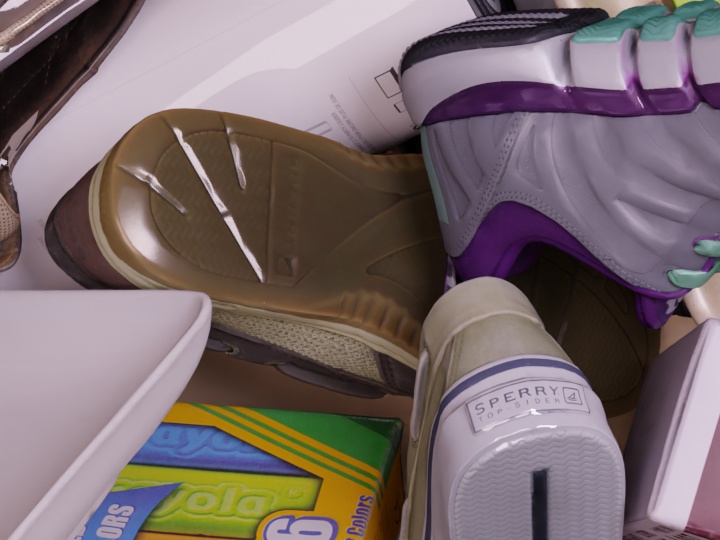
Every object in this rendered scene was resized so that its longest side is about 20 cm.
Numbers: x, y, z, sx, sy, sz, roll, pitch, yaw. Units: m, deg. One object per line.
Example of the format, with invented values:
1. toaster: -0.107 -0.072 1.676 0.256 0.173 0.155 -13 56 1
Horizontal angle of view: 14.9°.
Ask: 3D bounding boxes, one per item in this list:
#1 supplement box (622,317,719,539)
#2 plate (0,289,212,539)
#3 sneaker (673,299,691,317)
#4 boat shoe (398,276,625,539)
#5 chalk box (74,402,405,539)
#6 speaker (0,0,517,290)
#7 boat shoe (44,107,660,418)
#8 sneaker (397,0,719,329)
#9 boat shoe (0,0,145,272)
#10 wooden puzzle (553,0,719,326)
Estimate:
1. supplement box: 0.176 0.076 0.779 0.200 0.109 0.061 17 82 1
2. plate: -0.150 0.082 0.759 0.199 0.200 0.032 -1 133 47
3. sneaker: 0.156 -0.071 0.816 0.104 0.060 0.200 17 96 13
4. boat shoe: 0.045 0.082 0.799 0.072 0.062 0.200 -6 139 -8
5. chalk box: -0.090 0.121 0.836 0.200 0.124 0.125 2 127 12
6. speaker: -0.052 -0.051 0.853 0.200 0.081 0.081 -26 90 14
7. boat shoe: -0.001 0.001 0.822 0.066 0.201 0.072 -12 67 54
8. sneaker: 0.109 -0.030 0.741 0.200 0.074 0.088 -1 102 30
9. boat shoe: -0.133 -0.029 0.792 0.073 0.074 0.200 33 89 19
10. wooden puzzle: 0.153 -0.098 0.770 0.200 0.037 0.185 -24 85 11
